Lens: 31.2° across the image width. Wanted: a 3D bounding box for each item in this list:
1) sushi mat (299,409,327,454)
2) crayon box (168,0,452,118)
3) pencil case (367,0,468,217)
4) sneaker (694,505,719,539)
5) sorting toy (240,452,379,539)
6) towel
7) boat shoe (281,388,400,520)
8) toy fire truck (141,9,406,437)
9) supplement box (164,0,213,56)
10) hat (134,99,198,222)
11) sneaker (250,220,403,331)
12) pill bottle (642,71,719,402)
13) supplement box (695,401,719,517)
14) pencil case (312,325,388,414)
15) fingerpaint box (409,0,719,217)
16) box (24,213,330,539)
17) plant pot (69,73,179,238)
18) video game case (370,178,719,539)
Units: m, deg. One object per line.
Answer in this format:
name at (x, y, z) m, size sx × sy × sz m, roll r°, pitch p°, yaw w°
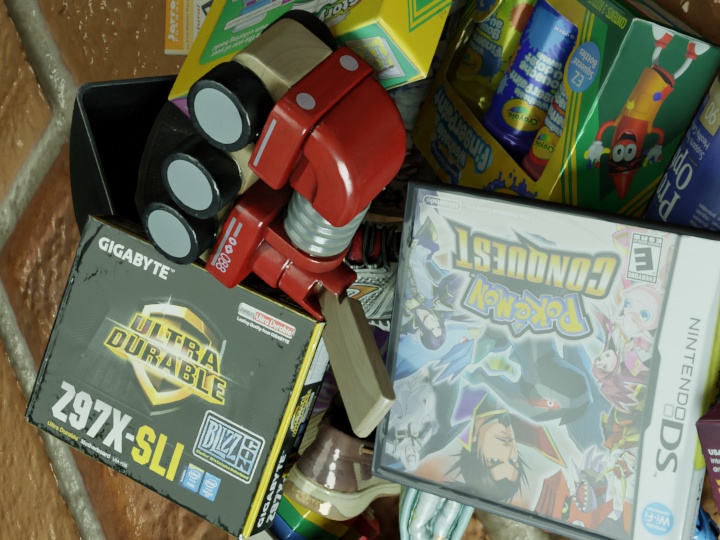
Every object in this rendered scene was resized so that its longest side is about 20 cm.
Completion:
sushi mat at (0.012, 0.128, 1.059) m, size 0.199 × 0.012 × 0.097 m, roll -35°, pitch 68°, yaw 42°
crayon box at (-0.021, -0.188, 0.875) m, size 0.198 × 0.058 × 0.174 m, roll -11°, pitch 50°, yaw 43°
pencil case at (0.040, -0.137, 0.959) m, size 0.089 × 0.077 × 0.203 m, roll 29°, pitch 115°, yaw 56°
sneaker at (0.190, 0.151, 0.795) m, size 0.077 × 0.066 × 0.202 m, roll 3°, pitch 131°, yaw 26°
sorting toy at (-0.008, 0.220, 0.977) m, size 0.070 × 0.199 × 0.200 m, roll -47°, pitch 57°, yaw -3°
towel at (0.075, 0.071, 0.878) m, size 0.048 × 0.172 × 0.202 m, roll 19°, pitch 117°, yaw -2°
boat shoe at (0.004, 0.119, 0.933) m, size 0.071 × 0.200 × 0.073 m, roll 23°, pitch 100°, yaw 17°
toy fire truck at (-0.026, -0.022, 0.780) m, size 0.199 × 0.129 × 0.177 m, roll 39°, pitch 138°, yaw 5°
supplement box at (-0.078, -0.238, 1.074) m, size 0.198 × 0.073 × 0.128 m, roll 10°, pitch 100°, yaw 45°
hat at (-0.068, -0.080, 0.966) m, size 0.198 × 0.081 × 0.203 m, roll -16°, pitch 50°, yaw 20°
sneaker at (0.000, 0.000, 0.911) m, size 0.198 × 0.082 × 0.079 m, roll -19°, pitch 42°, yaw 38°
pill bottle at (0.220, -0.015, 0.759) m, size 0.112 × 0.111 × 0.202 m, roll 43°, pitch 122°, yaw 34°
supplement box at (0.264, 0.148, 0.691) m, size 0.085 × 0.110 × 0.203 m, roll -4°, pitch 109°, yaw 48°
pencil case at (-0.055, 0.079, 1.073) m, size 0.199 × 0.085 × 0.084 m, roll -26°, pitch 102°, yaw 46°
fingerpaint box at (0.119, -0.110, 0.824) m, size 0.168 × 0.072 × 0.201 m, roll -66°, pitch 27°, yaw 23°
box at (-0.127, 0.071, 0.906) m, size 0.198 × 0.049 × 0.162 m, roll 24°, pitch 101°, yaw 21°
plant pot at (-0.141, -0.034, 1.087) m, size 0.177 × 0.197 × 0.202 m, roll -42°, pitch 64°, yaw 56°
video game case at (0.105, 0.054, 0.736) m, size 0.198 × 0.025 × 0.184 m, roll 12°, pitch 100°, yaw 30°
